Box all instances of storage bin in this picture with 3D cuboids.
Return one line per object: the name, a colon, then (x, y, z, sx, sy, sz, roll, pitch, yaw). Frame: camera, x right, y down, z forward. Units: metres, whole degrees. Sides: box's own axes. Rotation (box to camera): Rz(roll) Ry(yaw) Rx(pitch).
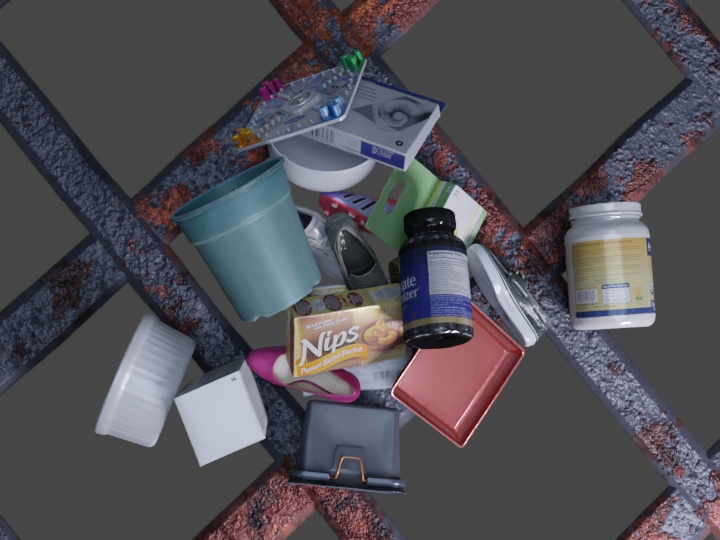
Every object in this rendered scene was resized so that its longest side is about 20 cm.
storage bin: (-0.020, 0.289, 1.440, 0.195, 0.146, 0.138, 5, 76, -3)

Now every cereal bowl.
cereal bowl: (-0.062, -0.202, 1.468, 0.195, 0.084, 0.203, 3, 47, -3)

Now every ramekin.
ramekin: (-0.338, 0.179, 1.397, 0.096, 0.200, 0.204, 23, 85, -9)

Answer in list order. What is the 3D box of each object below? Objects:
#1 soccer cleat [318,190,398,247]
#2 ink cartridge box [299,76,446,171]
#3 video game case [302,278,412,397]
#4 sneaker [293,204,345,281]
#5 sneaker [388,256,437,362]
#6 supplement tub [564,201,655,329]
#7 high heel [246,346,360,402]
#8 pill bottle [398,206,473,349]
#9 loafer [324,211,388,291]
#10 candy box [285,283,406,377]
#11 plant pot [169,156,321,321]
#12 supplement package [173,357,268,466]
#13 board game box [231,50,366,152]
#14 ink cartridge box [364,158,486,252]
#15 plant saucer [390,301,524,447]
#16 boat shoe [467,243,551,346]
soccer cleat: (0.021, -0.099, 1.489, 0.196, 0.067, 0.078, 23, 66, -15)
ink cartridge box: (0.025, -0.264, 1.446, 0.196, 0.041, 0.201, 20, 49, 14)
video game case: (-0.010, 0.113, 1.503, 0.195, 0.023, 0.187, -6, 86, -3)
sneaker: (-0.061, -0.044, 1.473, 0.197, 0.100, 0.076, 30, 83, -2)
sneaker: (0.120, 0.056, 1.481, 0.089, 0.067, 0.204, -28, 106, -20)
supplement tub: (0.416, -0.006, 1.474, 0.140, 0.144, 0.206, -3, 87, -3)
high heel: (-0.095, 0.171, 1.436, 0.196, 0.096, 0.069, 22, 86, -1)
pill bottle: (0.114, 0.012, 1.363, 0.109, 0.112, 0.205, -2, 73, -3)
loafer: (0.000, 0.000, 1.435, 0.069, 0.070, 0.202, -30, 116, 0)
candy box: (-0.022, 0.095, 1.416, 0.195, 0.056, 0.118, -8, 123, -17)
plant pot: (-0.166, -0.042, 1.369, 0.197, 0.200, 0.199, -27, 105, -5)
supplement package: (-0.216, 0.218, 1.391, 0.107, 0.200, 0.116, -22, 91, -4)
board game box: (-0.098, -0.277, 1.418, 0.196, 0.202, 0.026, -13, 125, 23)
ink cartridge box: (0.113, -0.084, 1.457, 0.199, 0.048, 0.148, 34, 83, -42)
plant saucer: (0.158, 0.164, 1.464, 0.199, 0.037, 0.201, 39, 83, -33)
boat shoe: (0.255, 0.032, 1.507, 0.070, 0.072, 0.202, -35, 100, -13)
